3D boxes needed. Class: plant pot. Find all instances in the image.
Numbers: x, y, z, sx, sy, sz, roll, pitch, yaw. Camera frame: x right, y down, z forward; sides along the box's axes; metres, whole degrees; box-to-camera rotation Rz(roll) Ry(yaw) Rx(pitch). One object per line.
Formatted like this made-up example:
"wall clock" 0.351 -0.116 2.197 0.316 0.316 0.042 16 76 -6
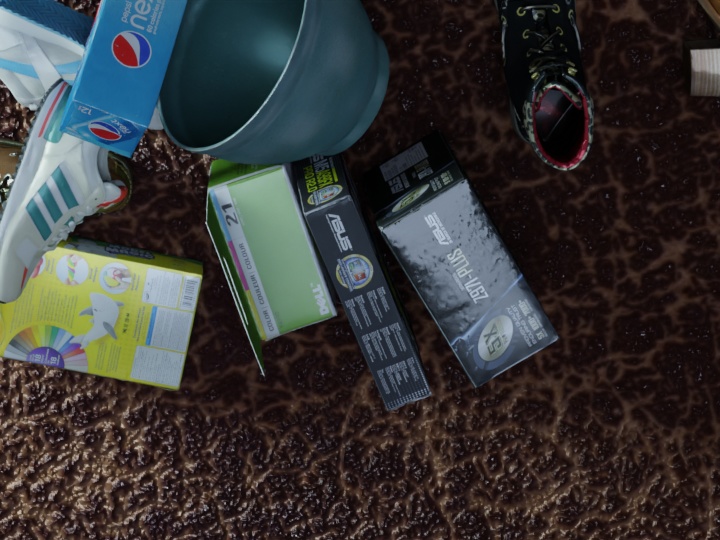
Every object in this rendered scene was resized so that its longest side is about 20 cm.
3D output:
"plant pot" -0.061 -0.173 1.681 0.134 0.200 0.201 23 106 -37

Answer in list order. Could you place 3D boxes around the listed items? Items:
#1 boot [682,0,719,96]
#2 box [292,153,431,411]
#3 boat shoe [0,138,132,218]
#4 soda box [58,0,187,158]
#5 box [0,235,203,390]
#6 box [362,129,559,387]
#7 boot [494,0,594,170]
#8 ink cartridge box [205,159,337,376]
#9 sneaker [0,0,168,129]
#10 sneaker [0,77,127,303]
"boot" 0.360 -0.249 1.731 0.154 0.074 0.201 -5 119 0
"box" 0.000 0.000 1.726 0.044 0.160 0.201 -22 112 3
"boat shoe" -0.302 -0.077 1.745 0.199 0.068 0.072 -5 107 -1
"soda box" -0.190 -0.202 1.658 0.068 0.064 0.201 20 63 -13
"box" -0.250 0.032 1.792 0.199 0.048 0.118 11 106 -9
"box" 0.083 -0.015 1.716 0.086 0.200 0.164 -31 106 5
"boot" 0.161 -0.192 1.691 0.073 0.154 0.205 -6 107 -1
"ink cartridge box" -0.076 -0.013 1.707 0.075 0.200 0.149 -18 107 2
"sneaker" -0.252 -0.174 1.724 0.199 0.077 0.081 29 119 -9
"sneaker" -0.252 -0.057 1.683 0.093 0.070 0.201 19 98 -4
